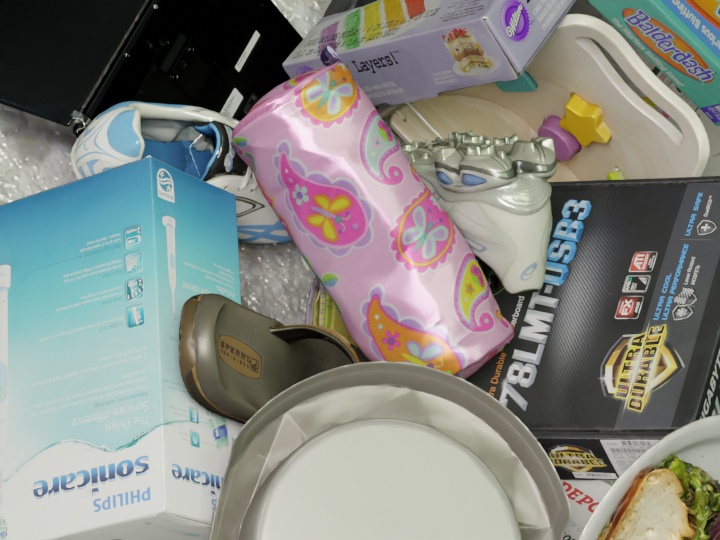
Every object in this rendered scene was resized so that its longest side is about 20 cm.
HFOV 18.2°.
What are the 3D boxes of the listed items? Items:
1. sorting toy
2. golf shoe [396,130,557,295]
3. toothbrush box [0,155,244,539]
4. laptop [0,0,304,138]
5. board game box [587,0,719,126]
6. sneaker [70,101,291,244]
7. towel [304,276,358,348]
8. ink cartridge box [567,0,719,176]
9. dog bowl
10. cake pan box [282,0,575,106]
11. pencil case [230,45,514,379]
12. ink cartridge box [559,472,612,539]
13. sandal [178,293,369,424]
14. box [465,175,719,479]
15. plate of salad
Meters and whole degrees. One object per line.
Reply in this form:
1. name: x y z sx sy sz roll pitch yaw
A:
1. sorting toy: 0.137 -0.086 1.433 0.200 0.180 0.107 46 59 -4
2. golf shoe: 0.058 -0.033 1.354 0.078 0.200 0.098 -10 99 -15
3. toothbrush box: -0.144 0.057 1.254 0.085 0.145 0.202 24 56 -53
4. laptop: -0.152 -0.132 1.410 0.200 0.103 0.178 48 56 -33
5. board game box: 0.221 -0.217 1.409 0.152 0.045 0.201 38 61 -29
6. sneaker: -0.076 -0.059 1.343 0.199 0.072 0.073 6 74 -38
7. towel: 0.040 0.092 1.383 0.199 0.023 0.145 21 60 -35
8. ink cartridge box: 0.262 -0.167 1.544 0.200 0.145 0.147 45 60 -5
9. dog bowl: 0.012 0.152 1.174 0.198 0.059 0.202 3 69 -9
10. cake pan box: 0.065 -0.182 1.430 0.184 0.199 0.052 -51 117 -31
11. pencil case: 0.005 -0.023 1.287 0.087 0.087 0.201 -35 90 -31
12. ink cartridge box: 0.063 0.193 1.285 0.199 0.147 0.083 -31 118 -19
13. sandal: -0.032 0.056 1.249 0.200 0.054 0.082 34 49 -56
14. box: 0.131 0.032 1.337 0.050 0.197 0.201 61 40 -42
15. plate of salad: 0.186 0.176 1.231 0.199 0.048 0.202 -15 116 -34
